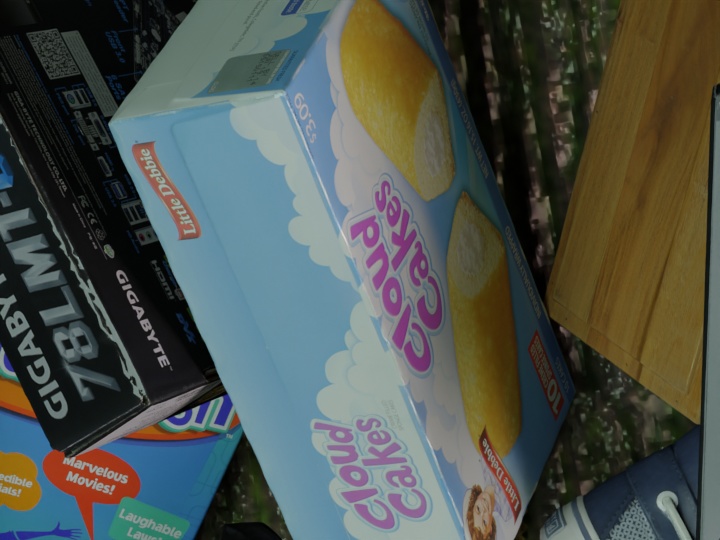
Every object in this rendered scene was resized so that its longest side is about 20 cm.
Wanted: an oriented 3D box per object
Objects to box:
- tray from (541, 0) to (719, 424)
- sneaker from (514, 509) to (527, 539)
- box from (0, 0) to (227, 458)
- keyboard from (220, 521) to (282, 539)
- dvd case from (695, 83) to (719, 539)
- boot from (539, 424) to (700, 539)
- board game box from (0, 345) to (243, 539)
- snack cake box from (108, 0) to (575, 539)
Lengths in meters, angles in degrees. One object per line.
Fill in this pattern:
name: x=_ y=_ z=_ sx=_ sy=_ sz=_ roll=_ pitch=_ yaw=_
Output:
tray: x=0.122 y=-0.060 z=0.833 sx=0.099 sy=0.037 sz=0.202 roll=37 pitch=119 yaw=53
sneaker: x=-0.012 y=0.144 z=0.952 sx=0.090 sy=0.075 sz=0.201 roll=35 pitch=113 yaw=18
box: x=-0.081 y=-0.051 z=0.880 sx=0.050 sy=0.198 sz=0.201 roll=-30 pitch=85 yaw=28
keyboard: x=-0.038 y=0.178 z=0.907 sx=0.104 sy=0.039 sz=0.201 roll=50 pitch=136 yaw=47
dvd case: x=0.184 y=0.040 z=0.792 sx=0.149 sy=0.025 sz=0.202 roll=2 pitch=108 yaw=7
boot: x=0.154 y=0.148 z=0.866 sx=0.090 sy=0.073 sz=0.201 roll=-35 pitch=93 yaw=11
board game box: x=-0.134 y=0.072 z=0.980 sx=0.151 sy=0.045 sz=0.201 roll=20 pitch=113 yaw=-11
snack cake box: x=0.000 y=0.000 z=0.829 sx=0.067 sy=0.115 sz=0.201 roll=-8 pitch=122 yaw=26
